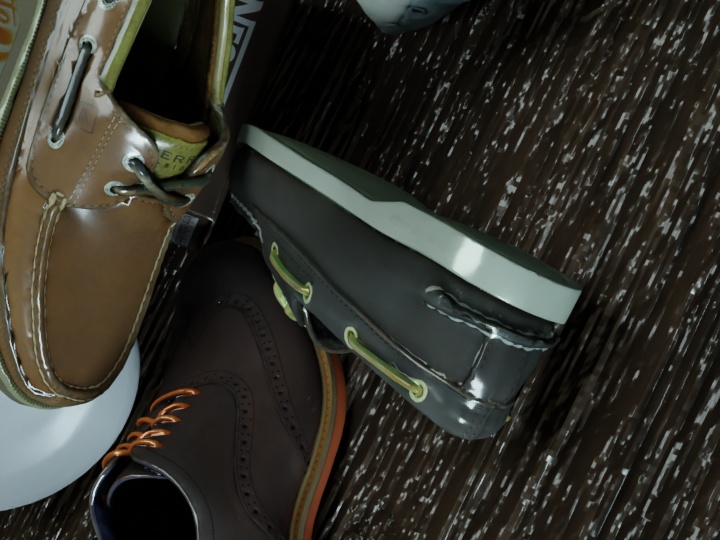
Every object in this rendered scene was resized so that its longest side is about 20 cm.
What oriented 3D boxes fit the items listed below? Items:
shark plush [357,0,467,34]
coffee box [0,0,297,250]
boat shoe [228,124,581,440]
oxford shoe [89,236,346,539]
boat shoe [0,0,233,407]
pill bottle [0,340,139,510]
[{"bbox_3d":[0.079,-0.144,0.997,0.199,0.083,0.091,-24,34,12],"label":"shark plush"},{"bbox_3d":[-0.131,-0.098,1.122,0.080,0.199,0.115,129,161,-79],"label":"coffee box"},{"bbox_3d":[0.000,0.000,1.003,0.201,0.071,0.061,31,98,60],"label":"boat shoe"},{"bbox_3d":[-0.052,0.063,1.027,0.071,0.072,0.201,-35,42,33],"label":"oxford shoe"},{"bbox_3d":[-0.086,-0.047,1.023,0.068,0.072,0.201,13,100,40],"label":"boat shoe"},{"bbox_3d":[-0.171,0.001,1.186,0.112,0.112,0.200,-54,37,10],"label":"pill bottle"}]
